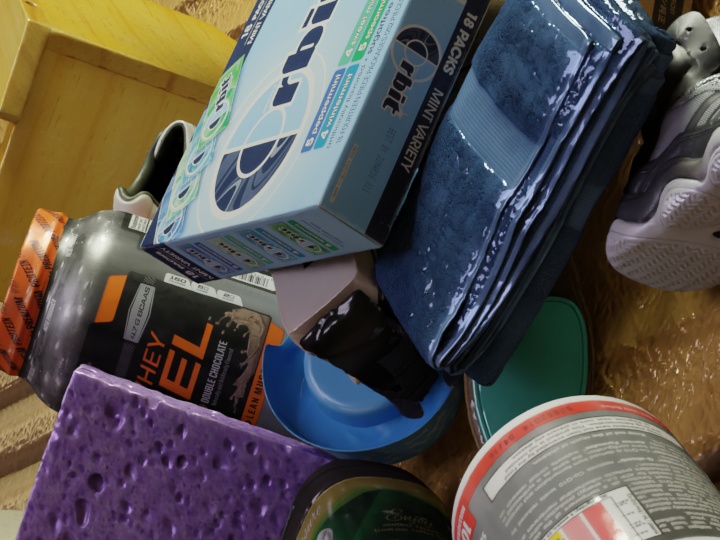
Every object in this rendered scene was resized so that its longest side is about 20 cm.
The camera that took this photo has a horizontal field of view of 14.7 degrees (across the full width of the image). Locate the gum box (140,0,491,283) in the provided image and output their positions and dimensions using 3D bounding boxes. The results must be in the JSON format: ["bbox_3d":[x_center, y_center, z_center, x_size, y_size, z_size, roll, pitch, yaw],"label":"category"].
[{"bbox_3d":[-0.022,-0.084,1.434,0.200,0.044,0.170,-11,51,61],"label":"gum box"}]

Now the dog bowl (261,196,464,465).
[{"bbox_3d":[0.011,0.015,1.523,0.050,0.111,0.201,58,-147,-59],"label":"dog bowl"}]

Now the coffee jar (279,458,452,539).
[{"bbox_3d":[0.019,0.178,1.405,0.200,0.085,0.105,-126,50,-61],"label":"coffee jar"}]

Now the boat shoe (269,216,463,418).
[{"bbox_3d":[0.000,0.000,1.471,0.075,0.093,0.200,-40,29,20],"label":"boat shoe"}]

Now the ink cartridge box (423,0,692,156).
[{"bbox_3d":[0.088,-0.156,1.460,0.200,0.075,0.165,-20,52,49],"label":"ink cartridge box"}]

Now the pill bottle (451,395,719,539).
[{"bbox_3d":[0.120,0.145,1.176,0.116,0.116,0.200,-64,25,16],"label":"pill bottle"}]

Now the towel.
[{"bbox_3d":[0.071,-0.053,1.322,0.200,0.048,0.112,-63,34,24],"label":"towel"}]

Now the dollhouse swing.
[{"bbox_3d":[-0.170,-0.075,1.847,0.176,0.199,0.182,-64,25,18],"label":"dollhouse swing"}]

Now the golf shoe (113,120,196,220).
[{"bbox_3d":[-0.087,-0.059,1.716,0.200,0.078,0.098,-52,-36,-44],"label":"golf shoe"}]

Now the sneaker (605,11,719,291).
[{"bbox_3d":[0.181,-0.075,1.250,0.200,0.075,0.114,-36,40,50],"label":"sneaker"}]

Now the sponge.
[{"bbox_3d":[-0.081,0.136,1.529,0.030,0.199,0.112,-39,-32,-83],"label":"sponge"}]

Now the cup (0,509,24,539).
[{"bbox_3d":[-0.204,0.233,1.756,0.143,0.200,0.201,-22,49,26],"label":"cup"}]

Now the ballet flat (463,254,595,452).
[{"bbox_3d":[0.078,0.016,1.408,0.072,0.068,0.201,96,167,-75],"label":"ballet flat"}]

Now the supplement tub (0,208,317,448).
[{"bbox_3d":[-0.105,0.040,1.601,0.123,0.199,0.123,-163,90,-87],"label":"supplement tub"}]
